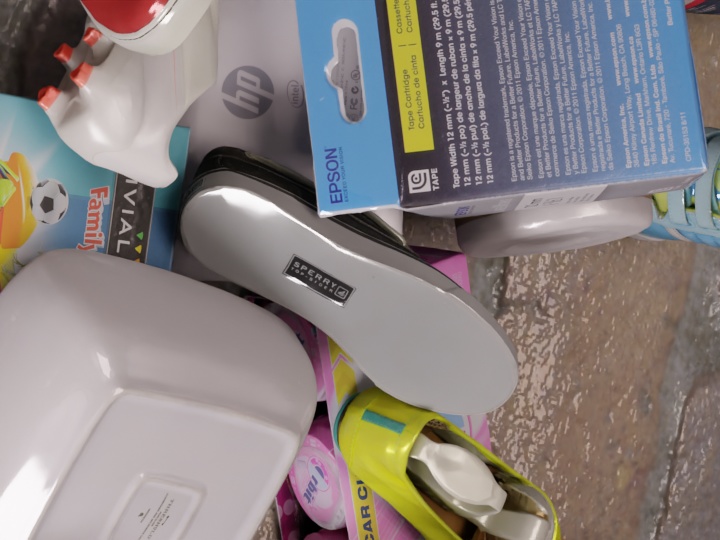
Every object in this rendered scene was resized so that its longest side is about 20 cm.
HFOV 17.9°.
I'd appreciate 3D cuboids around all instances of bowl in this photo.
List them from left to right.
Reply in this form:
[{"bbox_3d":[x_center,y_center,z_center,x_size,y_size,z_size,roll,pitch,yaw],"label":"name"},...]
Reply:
[{"bbox_3d":[-0.119,0.104,1.125,0.199,0.075,0.201,20,106,-43],"label":"bowl"}]

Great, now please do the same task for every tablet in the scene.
[{"bbox_3d":[-0.039,-0.094,1.211,0.129,0.014,0.202,1,95,-6],"label":"tablet"}]

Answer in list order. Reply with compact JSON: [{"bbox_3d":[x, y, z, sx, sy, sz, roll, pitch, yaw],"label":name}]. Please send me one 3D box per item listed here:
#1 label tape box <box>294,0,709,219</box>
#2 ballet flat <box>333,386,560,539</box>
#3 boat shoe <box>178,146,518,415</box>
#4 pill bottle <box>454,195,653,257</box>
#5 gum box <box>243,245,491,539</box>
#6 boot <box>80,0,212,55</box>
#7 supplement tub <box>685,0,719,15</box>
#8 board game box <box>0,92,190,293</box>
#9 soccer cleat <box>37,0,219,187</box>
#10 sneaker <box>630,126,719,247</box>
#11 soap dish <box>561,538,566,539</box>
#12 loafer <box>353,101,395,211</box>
[{"bbox_3d":[0.068,-0.105,1.174,0.198,0.066,0.145,-7,84,-2],"label":"label tape box"},{"bbox_3d":[0.064,0.128,1.245,0.200,0.067,0.067,41,68,-39],"label":"ballet flat"},{"bbox_3d":[0.000,0.000,1.180,0.199,0.071,0.064,34,30,-12],"label":"boat shoe"},{"bbox_3d":[0.095,-0.114,1.265,0.110,0.111,0.202,-2,81,-40],"label":"pill bottle"},{"bbox_3d":[0.011,0.097,1.284,0.113,0.066,0.202,-20,108,-38],"label":"gum box"},{"bbox_3d":[-0.149,-0.179,1.039,0.144,0.200,0.073,32,101,-38],"label":"boot"},{"bbox_3d":[0.236,-0.225,1.389,0.199,0.140,0.142,-3,97,-40],"label":"supplement tub"},{"bbox_3d":[-0.184,-0.011,1.119,0.199,0.047,0.152,7,91,-41],"label":"board game box"},{"bbox_3d":[-0.098,-0.131,1.143,0.077,0.069,0.201,37,54,-28],"label":"soccer cleat"},{"bbox_3d":[0.164,-0.068,1.354,0.199,0.130,0.080,18,84,-39],"label":"sneaker"},{"bbox_3d":[0.158,0.264,1.357,0.158,0.199,0.081,-60,156,-18],"label":"soap dish"},{"bbox_3d":[-0.001,-0.124,1.259,0.062,0.072,0.202,8,85,-17],"label":"loafer"}]
